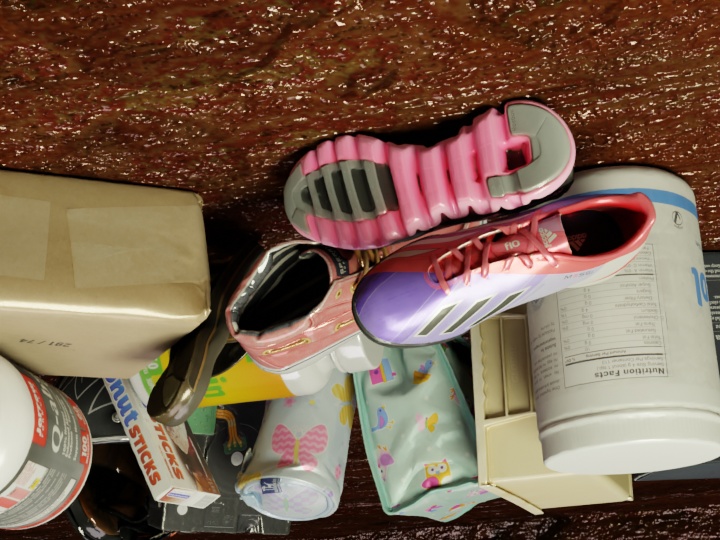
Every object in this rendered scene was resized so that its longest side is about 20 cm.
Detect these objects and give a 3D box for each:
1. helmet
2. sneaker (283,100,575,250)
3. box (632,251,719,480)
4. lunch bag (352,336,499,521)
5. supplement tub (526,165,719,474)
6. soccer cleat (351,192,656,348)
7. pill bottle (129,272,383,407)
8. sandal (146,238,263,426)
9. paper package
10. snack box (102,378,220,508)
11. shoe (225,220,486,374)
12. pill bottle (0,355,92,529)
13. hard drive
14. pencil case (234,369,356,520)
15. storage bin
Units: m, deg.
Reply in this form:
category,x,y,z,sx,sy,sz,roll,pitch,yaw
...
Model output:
category,x,y,z,sx,sy,sz,roll,pitch,yaw
helmet,-0.221,0.166,1.279,0.200,0.191,0.200,-25,-171,4
sneaker,0.049,-0.054,0.851,0.200,0.079,0.095,-8,173,19
box,0.336,0.084,1.122,0.200,0.182,0.104,-1,162,-5
lunch bag,0.064,0.114,1.162,0.122,0.200,0.170,-23,160,14
supplement tub,0.186,0.038,0.928,0.132,0.200,0.132,-3,162,-1
soccer cleat,0.089,-0.007,0.797,0.200,0.068,0.073,-16,165,-19
pill bottle,-0.087,0.053,1.077,0.200,0.111,0.111,-8,161,15
sandal,-0.102,0.051,0.957,0.055,0.200,0.082,34,118,-13
paper package,-0.234,0.009,0.936,0.200,0.104,0.191,5,160,-25
snack box,-0.187,0.114,1.123,0.024,0.200,0.072,-38,151,15
shoe,0.000,0.000,0.895,0.200,0.071,0.091,-33,162,-1
pill bottle,-0.272,0.117,0.910,0.116,0.116,0.200,-5,163,5
hard drive,-0.120,0.144,1.212,0.140,0.200,0.038,9,176,-34
pencil case,-0.049,0.121,1.144,0.091,0.200,0.083,-8,142,26
storage bin,0.165,0.095,1.103,0.094,0.199,0.200,-8,161,19
